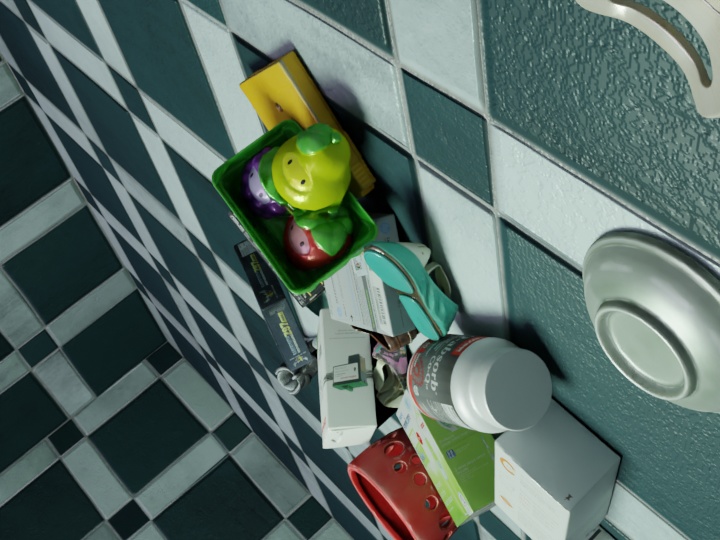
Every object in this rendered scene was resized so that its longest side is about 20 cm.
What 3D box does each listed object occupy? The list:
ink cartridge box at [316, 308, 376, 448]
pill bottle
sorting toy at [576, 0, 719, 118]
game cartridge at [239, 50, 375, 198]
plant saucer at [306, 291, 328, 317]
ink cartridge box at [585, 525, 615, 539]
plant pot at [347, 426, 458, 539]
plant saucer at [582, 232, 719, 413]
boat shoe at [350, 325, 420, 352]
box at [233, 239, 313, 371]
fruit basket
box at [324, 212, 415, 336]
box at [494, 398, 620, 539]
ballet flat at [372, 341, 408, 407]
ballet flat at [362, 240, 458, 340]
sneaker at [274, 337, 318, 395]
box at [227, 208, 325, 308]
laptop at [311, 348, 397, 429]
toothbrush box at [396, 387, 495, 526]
[{"bbox_3d":[-0.026,0.179,1.550,0.146,0.083,0.203,103,163,-69],"label":"ink cartridge box"},{"bbox_3d":[0.147,0.140,1.172,0.116,0.116,0.200,55,161,-11],"label":"pill bottle"},{"bbox_3d":[0.186,-0.169,0.537,0.200,0.107,0.180,47,169,13],"label":"sorting toy"},{"bbox_3d":[-0.069,-0.181,1.230,0.201,0.032,0.176,55,162,-16],"label":"game cartridge"},{"bbox_3d":[-0.101,-0.004,1.625,0.200,0.036,0.201,46,161,21],"label":"plant saucer"},{"bbox_3d":[0.292,0.365,1.373,0.199,0.039,0.100,39,158,31],"label":"ink cartridge box"},{"bbox_3d":[0.103,0.344,1.556,0.200,0.182,0.201,44,161,19],"label":"plant pot"},{"bbox_3d":[0.266,0.060,0.840,0.200,0.050,0.201,44,160,20],"label":"plant saucer"},{"bbox_3d":[0.012,0.061,1.425,0.199,0.070,0.071,29,153,52],"label":"boat shoe"},{"bbox_3d":[-0.155,0.056,1.657,0.201,0.051,0.159,-120,7,-48],"label":"box"},{"bbox_3d":[-0.076,-0.091,1.151,0.217,0.155,0.216,53,173,9],"label":"fruit basket"},{"bbox_3d":[0.000,0.000,1.297,0.199,0.041,0.158,7,111,63],"label":"box"},{"bbox_3d":[0.248,0.272,1.208,0.124,0.097,0.201,41,160,29],"label":"box"},{"bbox_3d":[0.055,0.181,1.542,0.069,0.071,0.201,32,154,38],"label":"ballet flat"},{"bbox_3d":[0.067,0.007,1.171,0.067,0.071,0.200,17,155,42],"label":"ballet flat"},{"bbox_3d":[-0.129,0.199,1.951,0.076,0.113,0.200,52,162,-2],"label":"sneaker"},{"bbox_3d":[-0.111,-0.055,1.472,0.201,0.049,0.161,51,147,2],"label":"box"},{"bbox_3d":[-0.018,0.218,1.734,0.178,0.103,0.200,49,155,8],"label":"laptop"},{"bbox_3d":[0.141,0.266,1.408,0.202,0.085,0.146,62,166,18],"label":"toothbrush box"}]
